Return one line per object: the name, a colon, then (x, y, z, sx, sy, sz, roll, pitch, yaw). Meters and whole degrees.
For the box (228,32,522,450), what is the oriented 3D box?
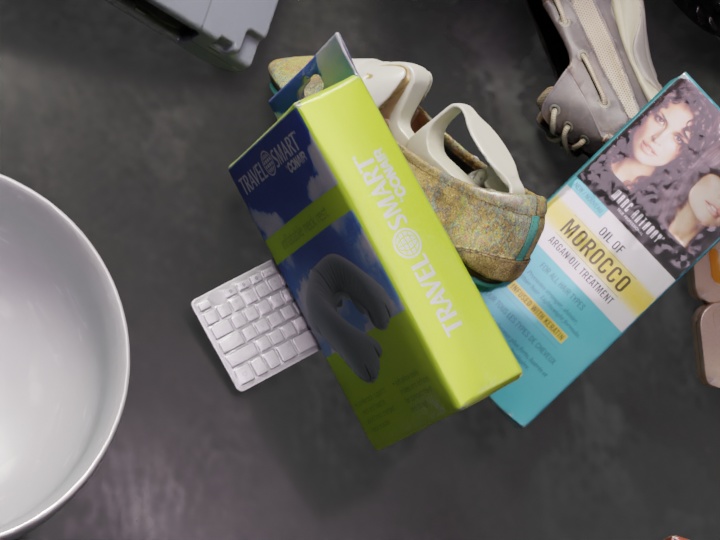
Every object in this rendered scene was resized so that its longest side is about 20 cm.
box: (0.000, -0.012, 1.318, 0.048, 0.122, 0.200, -27, 86, -25)

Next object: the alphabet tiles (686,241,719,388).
alphabet tiles: (0.278, 0.006, 1.456, 0.200, 0.015, 0.196, -9, 93, -23)

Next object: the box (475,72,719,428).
box: (0.131, -0.010, 1.373, 0.200, 0.049, 0.082, -44, 89, -2)

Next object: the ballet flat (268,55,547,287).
ballet flat: (0.029, -0.073, 1.355, 0.071, 0.071, 0.200, -28, 56, -27)

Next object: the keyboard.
keyboard: (0.000, 0.000, 1.387, 0.200, 0.011, 0.056, -28, 82, -26)

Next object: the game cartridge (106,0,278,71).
game cartridge: (-0.121, -0.212, 1.373, 0.200, 0.042, 0.133, 31, 61, -30)

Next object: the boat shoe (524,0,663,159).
boat shoe: (0.136, -0.095, 1.448, 0.073, 0.075, 0.200, -11, 72, -6)

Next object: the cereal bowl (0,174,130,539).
cereal bowl: (-0.219, 0.051, 1.246, 0.200, 0.083, 0.200, 7, 68, -18)

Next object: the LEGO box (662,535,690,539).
LEGO box: (0.201, 0.260, 1.326, 0.149, 0.077, 0.200, 19, 65, -13)

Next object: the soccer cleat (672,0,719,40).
soccer cleat: (0.253, -0.135, 1.504, 0.073, 0.068, 0.200, -31, 86, -45)
